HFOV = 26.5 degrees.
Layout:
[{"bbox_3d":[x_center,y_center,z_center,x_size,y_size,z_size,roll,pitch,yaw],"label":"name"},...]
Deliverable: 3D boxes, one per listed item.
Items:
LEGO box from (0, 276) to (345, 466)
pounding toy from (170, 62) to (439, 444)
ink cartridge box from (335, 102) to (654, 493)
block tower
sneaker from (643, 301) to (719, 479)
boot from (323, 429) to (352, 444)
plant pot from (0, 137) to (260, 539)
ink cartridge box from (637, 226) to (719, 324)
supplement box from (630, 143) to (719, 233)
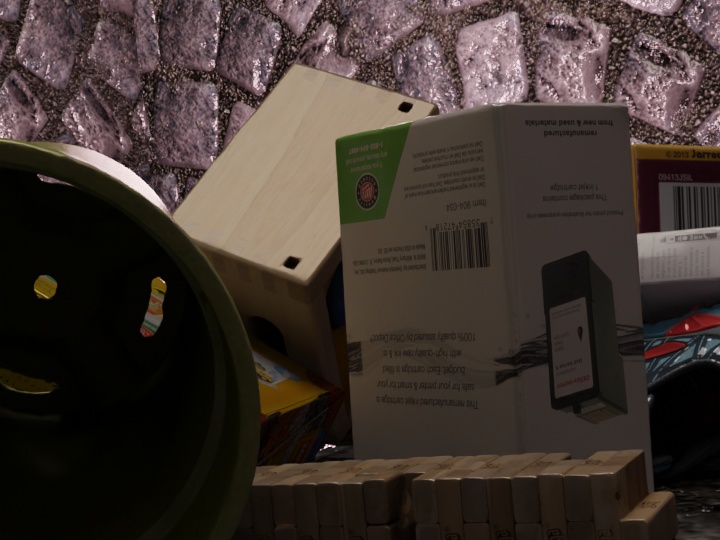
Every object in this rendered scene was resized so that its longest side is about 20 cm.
[{"bbox_3d":[-0.128,0.056,0.822,0.200,0.077,0.149,30,11,14],"label":"LEGO box"},{"bbox_3d":[0.000,0.000,0.951,0.142,0.200,0.184,20,55,23],"label":"pounding toy"},{"bbox_3d":[0.062,0.025,0.759,0.084,0.200,0.145,-4,0,-32],"label":"ink cartridge box"},{"bbox_3d":[0.022,0.104,0.607,0.200,0.054,0.058,-5,1,23],"label":"block tower"},{"bbox_3d":[0.150,0.073,0.843,0.200,0.079,0.096,-22,14,34],"label":"sneaker"},{"bbox_3d":[-0.070,0.044,1.069,0.186,0.064,0.200,-16,-46,10],"label":"boot"},{"bbox_3d":[-0.138,0.027,0.609,0.200,0.201,0.184,-6,16,-1],"label":"plant pot"},{"bbox_3d":[0.155,0.043,0.945,0.200,0.041,0.200,-5,-31,22],"label":"ink cartridge box"},{"bbox_3d":[0.189,-0.024,1.053,0.131,0.103,0.200,-1,-2,-22],"label":"supplement box"}]
